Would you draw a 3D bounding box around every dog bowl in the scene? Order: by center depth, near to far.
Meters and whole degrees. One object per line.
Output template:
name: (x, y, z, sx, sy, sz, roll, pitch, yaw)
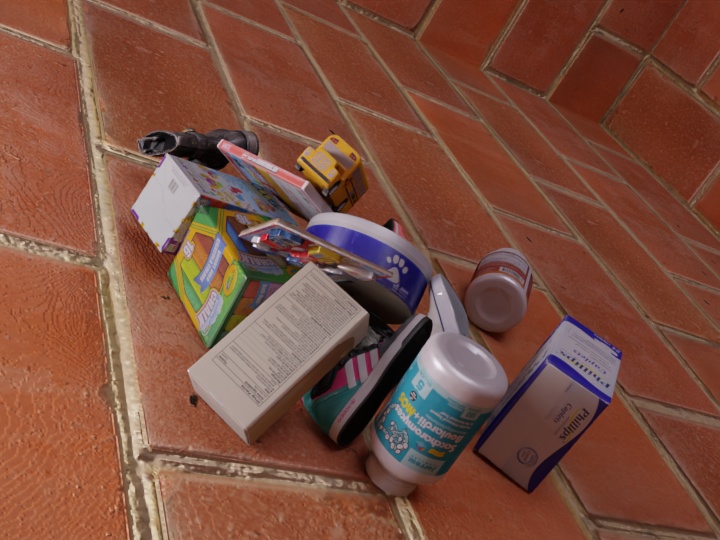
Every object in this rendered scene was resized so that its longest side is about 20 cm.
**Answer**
dog bowl: (0.000, 0.000, 1.354, 0.199, 0.079, 0.200, 22, -20, 8)

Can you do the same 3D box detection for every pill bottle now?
pill bottle: (0.083, 0.180, 1.107, 0.110, 0.200, 0.111, 25, 25, -13)
pill bottle: (0.261, 0.028, 1.698, 0.112, 0.112, 0.200, 33, 24, 3)

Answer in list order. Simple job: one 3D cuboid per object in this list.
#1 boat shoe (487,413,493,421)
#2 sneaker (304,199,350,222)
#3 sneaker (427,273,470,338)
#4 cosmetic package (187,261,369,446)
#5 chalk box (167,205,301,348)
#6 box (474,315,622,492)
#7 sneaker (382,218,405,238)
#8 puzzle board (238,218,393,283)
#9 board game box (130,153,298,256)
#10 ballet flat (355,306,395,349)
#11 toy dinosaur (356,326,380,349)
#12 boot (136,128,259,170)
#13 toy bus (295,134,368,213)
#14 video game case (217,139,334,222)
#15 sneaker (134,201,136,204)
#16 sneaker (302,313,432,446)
boat shoe: (0.123, 0.201, 1.280, 0.070, 0.071, 0.200, 43, 20, 29)
sneaker: (-0.032, -0.074, 1.529, 0.108, 0.067, 0.201, 46, 6, 13)
sneaker: (0.111, 0.083, 1.286, 0.073, 0.071, 0.200, 50, 20, -33)
cosmetic package: (-0.094, 0.096, 1.078, 0.200, 0.071, 0.105, -41, 72, -20)
chalk box: (-0.149, 0.027, 1.213, 0.124, 0.125, 0.200, 8, 33, -41)
box: (0.276, 0.188, 1.335, 0.105, 0.184, 0.200, 36, 25, 7)
sneaker: (0.066, -0.013, 1.624, 0.087, 0.074, 0.200, 36, 25, -26)
puzzle board: (-0.061, -0.017, 1.113, 0.150, 0.017, 0.200, 25, -9, -17)
board game box: (-0.207, -0.075, 1.321, 0.200, 0.103, 0.105, 16, 26, -51)
ballet flat: (0.029, 0.113, 1.333, 0.200, 0.068, 0.068, 31, 33, -1)
toy dinosaur: (-0.012, 0.098, 1.279, 0.047, 0.088, 0.200, -10, 50, -41)
boot: (-0.278, -0.201, 1.470, 0.174, 0.070, 0.200, -4, 1, -41)
toy bus: (-0.038, -0.141, 1.360, 0.065, 0.078, 0.200, 43, -3, 10)
video game case: (-0.118, -0.123, 1.394, 0.200, 0.017, 0.143, 29, -14, 36)
sneaker: (-0.277, -0.132, 1.405, 0.077, 0.082, 0.200, 29, 24, -7)
sneaker: (-0.006, 0.115, 1.183, 0.121, 0.200, 0.084, 33, -19, 27)
